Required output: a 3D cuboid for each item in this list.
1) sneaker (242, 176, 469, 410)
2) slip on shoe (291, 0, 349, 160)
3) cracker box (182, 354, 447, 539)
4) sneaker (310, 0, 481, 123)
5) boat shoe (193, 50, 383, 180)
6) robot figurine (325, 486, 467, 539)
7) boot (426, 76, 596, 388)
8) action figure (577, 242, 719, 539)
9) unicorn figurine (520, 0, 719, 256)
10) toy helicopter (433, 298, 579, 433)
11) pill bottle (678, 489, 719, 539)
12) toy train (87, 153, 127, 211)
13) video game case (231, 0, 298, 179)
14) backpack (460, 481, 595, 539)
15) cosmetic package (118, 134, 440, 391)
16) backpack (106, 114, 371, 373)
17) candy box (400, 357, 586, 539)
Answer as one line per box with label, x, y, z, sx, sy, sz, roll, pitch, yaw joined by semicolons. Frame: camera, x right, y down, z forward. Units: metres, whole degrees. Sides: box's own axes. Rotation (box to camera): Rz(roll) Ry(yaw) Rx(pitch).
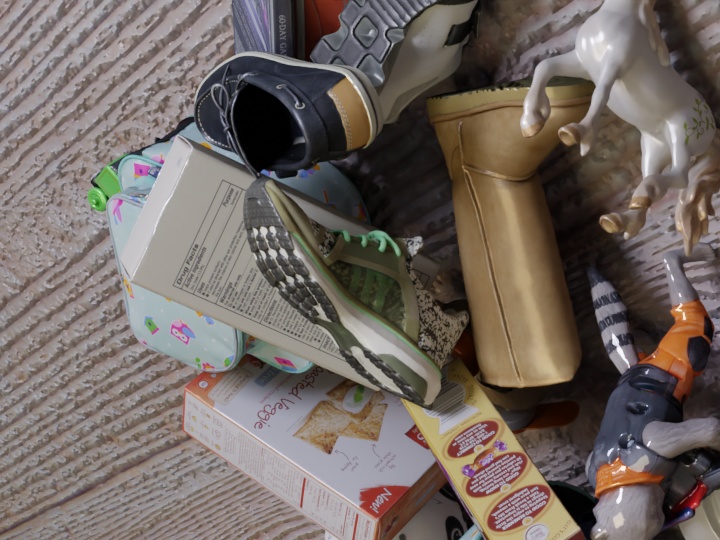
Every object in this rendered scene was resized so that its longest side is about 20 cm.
sneaker;0.000;0.000;1.195;0.200;0.089;0.077;49;158;-25
slip on shoe;-0.014;-0.156;1.238;0.061;0.074;0.201;7;134;11
cracker box;-0.027;0.125;1.436;0.199;0.134;0.058;32;139;21
sneaker;0.044;-0.173;1.171;0.200;0.088;0.074;-49;59;31
boat shoe;-0.063;-0.100;1.166;0.199;0.062;0.075;10;124;56
robot figurine;0.033;0.257;1.497;0.150;0.125;0.201;26;141;26
boot;0.117;-0.025;1.169;0.175;0.066;0.202;2;105;66
action figure;0.173;0.102;1.164;0.104;0.195;0.200;25;140;-17
unicorn figurine;0.162;-0.114;1.063;0.074;0.138;0.200;14;149;44
toy helicopter;0.082;0.076;1.355;0.132;0.079;0.200;49;155;-14
pill bottle;0.294;0.126;1.133;0.110;0.109;0.200;49;143;0
toy train;-0.157;-0.015;1.526;0.200;0.042;0.056;48;132;2
video game case;-0.070;-0.186;1.240;0.143;0.019;0.201;-112;17;-47
backpack;0.147;0.267;1.333;0.200;0.176;0.153;45;153;-4
cosmetic package;-0.057;-0.005;1.245;0.199;0.106;0.071;26;-176;-18
backpack;-0.090;-0.012;1.374;0.199;0.153;0.177;13;126;28
candy box;0.103;0.162;1.203;0.117;0.056;0.200;60;176;-37
